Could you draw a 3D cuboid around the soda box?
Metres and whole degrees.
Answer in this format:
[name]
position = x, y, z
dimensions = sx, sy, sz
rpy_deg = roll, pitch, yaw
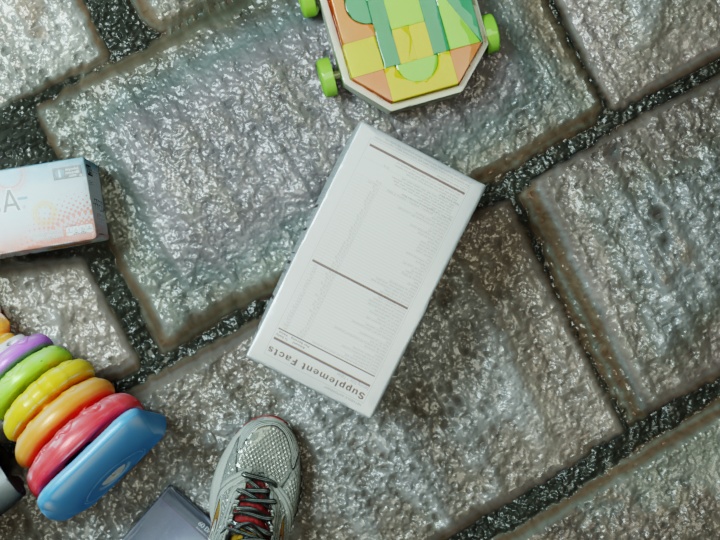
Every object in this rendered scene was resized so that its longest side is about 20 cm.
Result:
[soda box]
position = -0.310, -0.041, 0.891
dimensions = 0.198, 0.064, 0.069
rpy_deg = -9, 91, -4

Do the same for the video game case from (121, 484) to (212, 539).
[video game case]
position = -0.168, 0.298, 0.895
dimensions = 0.143, 0.019, 0.200
rpy_deg = 42, 71, -3

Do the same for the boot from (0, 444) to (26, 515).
[boot]
position = -0.330, 0.220, 0.808
dimensions = 0.199, 0.066, 0.165
rpy_deg = -35, 50, -17

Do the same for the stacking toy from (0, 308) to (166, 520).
[stacking toy]
position = -0.261, 0.091, 0.885
dimensions = 0.110, 0.116, 0.200
rpy_deg = -43, 81, -5

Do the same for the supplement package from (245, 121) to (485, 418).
[supplement package]
position = 0.000, 0.000, 0.887
dimensions = 0.113, 0.110, 0.201
rpy_deg = 27, 88, -3

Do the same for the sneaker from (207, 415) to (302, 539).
[sneaker]
position = -0.086, 0.215, 0.885
dimensions = 0.077, 0.082, 0.201
rpy_deg = 14, 72, -12

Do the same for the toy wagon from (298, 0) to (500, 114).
[toy wagon]
position = 0.025, -0.236, 0.923
dimensions = 0.154, 0.040, 0.201
rpy_deg = -16, 91, -4
